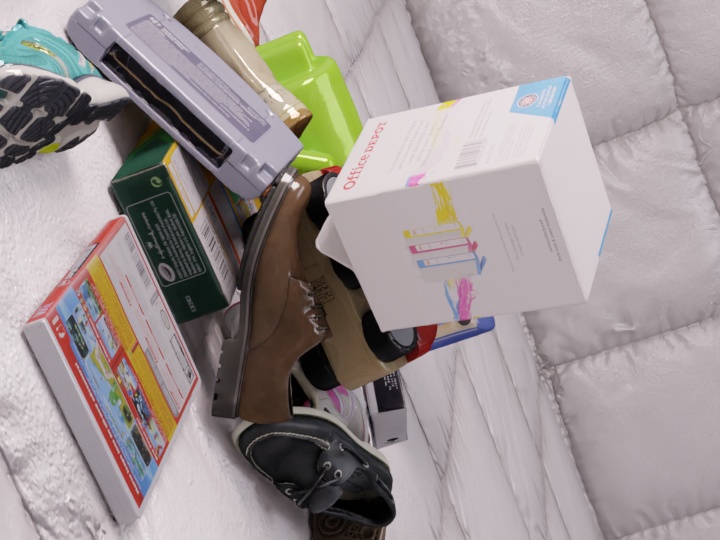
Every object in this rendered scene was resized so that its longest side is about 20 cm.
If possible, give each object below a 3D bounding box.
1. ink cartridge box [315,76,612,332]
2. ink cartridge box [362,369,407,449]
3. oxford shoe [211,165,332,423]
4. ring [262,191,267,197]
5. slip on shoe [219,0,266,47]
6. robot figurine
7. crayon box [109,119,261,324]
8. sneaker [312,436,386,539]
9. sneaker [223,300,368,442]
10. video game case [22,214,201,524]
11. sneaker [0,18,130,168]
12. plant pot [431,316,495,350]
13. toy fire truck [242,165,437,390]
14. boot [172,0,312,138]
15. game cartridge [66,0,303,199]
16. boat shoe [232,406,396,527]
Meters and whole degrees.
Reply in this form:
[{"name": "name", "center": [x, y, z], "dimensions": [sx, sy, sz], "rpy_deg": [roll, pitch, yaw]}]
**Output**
[{"name": "ink cartridge box", "center": [0.075, -0.048, 1.066], "dimensions": [0.126, 0.197, 0.129], "rpy_deg": [65, 31, -28]}, {"name": "ink cartridge box", "center": [0.020, 0.112, 1.359], "dimensions": [0.200, 0.039, 0.101], "rpy_deg": [88, -9, -73]}, {"name": "oxford shoe", "center": [-0.058, 0.021, 1.081], "dimensions": [0.073, 0.083, 0.203], "rpy_deg": [-70, 171, -84]}, {"name": "ring", "center": [-0.051, -0.010, 1.410], "dimensions": [0.202, 0.019, 0.200], "rpy_deg": [61, 0, 0]}, {"name": "slip on shoe", "center": [-0.128, -0.320, 1.551], "dimensions": [0.074, 0.060, 0.202], "rpy_deg": [61, 17, -46]}, {"name": "robot figurine", "center": [-0.057, -0.149, 1.483], "dimensions": [0.176, 0.114, 0.202], "rpy_deg": [-100, 168, -69]}, {"name": "crayon box", "center": [-0.137, -0.058, 1.140], "dimensions": [0.201, 0.051, 0.127], "rpy_deg": [-78, 148, -66]}, {"name": "sneaker", "center": [-0.005, 0.214, 1.293], "dimensions": [0.076, 0.069, 0.202], "rpy_deg": [68, 13, -47]}, {"name": "sneaker", "center": [-0.056, 0.116, 1.204], "dimensions": [0.201, 0.081, 0.089], "rpy_deg": [52, 22, -36]}, {"name": "video game case", "center": [-0.161, 0.059, 0.938], "dimensions": [0.200, 0.017, 0.145], "rpy_deg": [-76, 146, -69]}, {"name": "sneaker", "center": [-0.216, -0.117, 0.880], "dimensions": [0.080, 0.077, 0.200], "rpy_deg": [51, 8, -2]}, {"name": "plant pot", "center": [0.065, -0.007, 1.648], "dimensions": [0.180, 0.197, 0.202], "rpy_deg": [-53, 124, -68]}, {"name": "toy fire truck", "center": [0.000, 0.000, 1.211], "dimensions": [0.199, 0.128, 0.178], "rpy_deg": [-23, 87, -57]}, {"name": "boot", "center": [-0.125, -0.166, 1.276], "dimensions": [0.156, 0.073, 0.200], "rpy_deg": [51, -14, -3]}, {"name": "game cartridge", "center": [-0.136, -0.146, 1.117], "dimensions": [0.200, 0.041, 0.133], "rpy_deg": [43, 24, -4]}, {"name": "boat shoe", "center": [-0.031, 0.173, 1.158], "dimensions": [0.199, 0.074, 0.067], "rpy_deg": [41, 22, -52]}]
